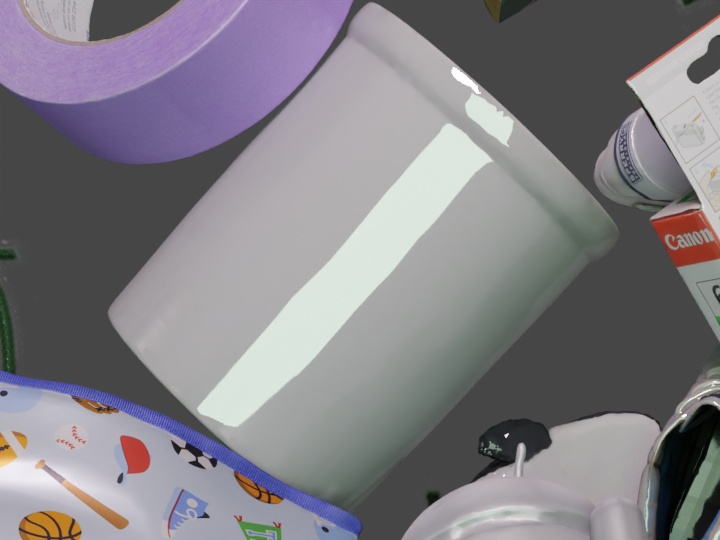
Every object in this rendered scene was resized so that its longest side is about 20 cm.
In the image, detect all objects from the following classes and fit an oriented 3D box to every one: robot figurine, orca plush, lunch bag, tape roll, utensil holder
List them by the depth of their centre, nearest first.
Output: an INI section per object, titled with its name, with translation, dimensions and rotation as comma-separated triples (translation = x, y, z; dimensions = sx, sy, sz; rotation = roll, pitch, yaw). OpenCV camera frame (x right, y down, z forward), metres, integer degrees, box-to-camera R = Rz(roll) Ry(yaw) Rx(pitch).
[lunch bag]
translation = -0.123, 0.150, 0.931
dimensions = 0.199, 0.170, 0.124
rotation = 31, 130, -13
[robot figurine]
translation = 0.072, 0.174, 0.936
dimensions = 0.113, 0.201, 0.170
rotation = 25, 125, -29
[utensil holder]
translation = 0.000, 0.000, 1.038
dimensions = 0.170, 0.170, 0.200
rotation = 42, 91, 4
[tape roll]
translation = -0.098, -0.156, 1.051
dimensions = 0.199, 0.066, 0.201
rotation = -15, 58, 25
[orca plush]
translation = 0.074, 0.148, 1.072
dimensions = 0.105, 0.071, 0.200
rotation = 37, 68, -6

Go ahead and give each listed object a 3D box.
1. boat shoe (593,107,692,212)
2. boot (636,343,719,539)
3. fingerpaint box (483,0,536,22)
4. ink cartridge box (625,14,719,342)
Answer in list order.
[boat shoe]
translation = 0.213, -0.066, 1.084
dimensions = 0.199, 0.065, 0.074
rotation = -1, 78, -19
[boot]
translation = 0.195, 0.068, 1.052
dimensions = 0.073, 0.096, 0.201
rotation = 16, 87, 26
[fingerpaint box]
translation = 0.051, -0.240, 1.051
dimensions = 0.073, 0.167, 0.201
rotation = -30, 85, 0
[ink cartridge box]
translation = 0.202, -0.026, 1.010
dimensions = 0.109, 0.050, 0.201
rotation = -34, 97, -23
